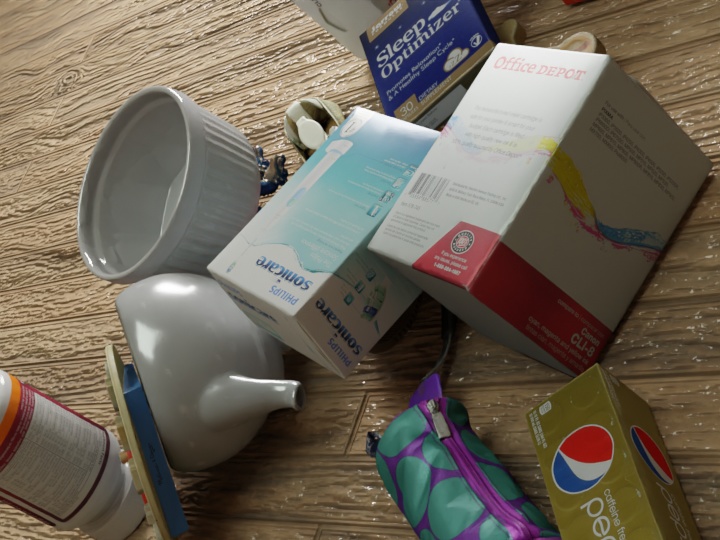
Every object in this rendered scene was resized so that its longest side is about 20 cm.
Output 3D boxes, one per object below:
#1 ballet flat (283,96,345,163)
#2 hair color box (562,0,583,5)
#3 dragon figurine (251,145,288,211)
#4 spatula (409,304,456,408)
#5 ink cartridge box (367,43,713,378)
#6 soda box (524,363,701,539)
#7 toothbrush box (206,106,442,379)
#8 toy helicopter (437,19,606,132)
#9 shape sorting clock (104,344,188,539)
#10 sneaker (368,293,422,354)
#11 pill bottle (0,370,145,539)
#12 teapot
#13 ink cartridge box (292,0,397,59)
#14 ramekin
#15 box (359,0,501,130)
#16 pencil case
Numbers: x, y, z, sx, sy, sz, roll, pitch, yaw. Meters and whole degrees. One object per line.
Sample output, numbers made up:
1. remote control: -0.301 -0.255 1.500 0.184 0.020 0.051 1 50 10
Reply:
1. ballet flat: -0.048 -0.146 1.437 0.071 0.071 0.200 -48 33 9
2. hair color box: 0.258 -0.317 1.210 0.200 0.064 0.111 -7 54 51
3. dragon figurine: -0.132 -0.043 1.453 0.059 0.099 0.201 -2 78 49
4. spatula: 0.066 0.066 1.133 0.057 0.020 0.201 -51 20 49
5. ink cartridge box: 0.138 -0.050 1.036 0.200 0.144 0.145 -57 32 -5
6. soda box: 0.170 0.160 0.875 0.068 0.064 0.200 -39 36 22
7. toothbrush box: -0.008 -0.028 1.129 0.200 0.085 0.146 -48 36 -15
8. toy helicopter: 0.133 -0.170 1.223 0.199 0.079 0.133 -4 58 47
9. shape sorting clock: -0.201 0.165 1.242 0.039 0.201 0.200 -18 32 -11
10. sneaker: 0.000 0.000 1.235 0.108 0.070 0.201 -17 42 39
11. pill bottle: -0.305 0.187 1.329 0.109 0.200 0.110 -32 38 30
12. teapot: -0.136 0.082 1.266 0.145 0.198 0.201 -19 70 -11
13. ink cartridge box: 0.010 -0.356 1.484 0.084 0.144 0.201 -12 51 46
14. ramekin: -0.189 -0.075 1.367 0.200 0.105 0.201 -20 62 43
15. box: 0.061 -0.211 1.244 0.121 0.032 0.200 -40 37 21
16. pencil case: 0.079 0.169 0.959 0.085 0.093 0.200 -13 30 -18
